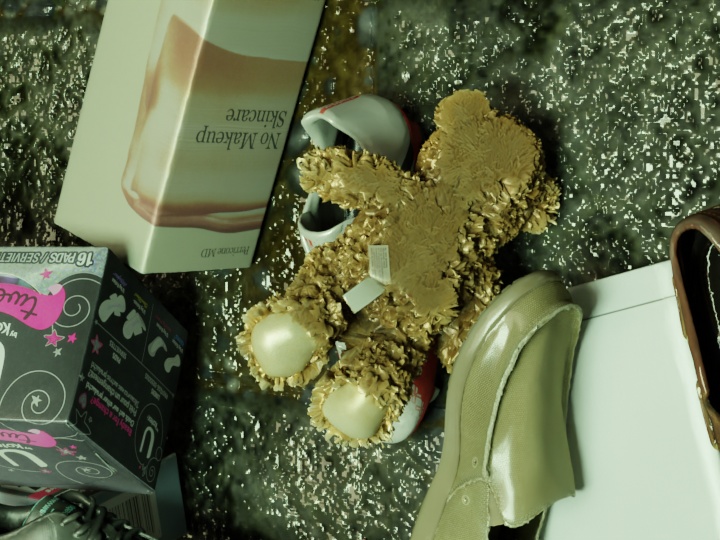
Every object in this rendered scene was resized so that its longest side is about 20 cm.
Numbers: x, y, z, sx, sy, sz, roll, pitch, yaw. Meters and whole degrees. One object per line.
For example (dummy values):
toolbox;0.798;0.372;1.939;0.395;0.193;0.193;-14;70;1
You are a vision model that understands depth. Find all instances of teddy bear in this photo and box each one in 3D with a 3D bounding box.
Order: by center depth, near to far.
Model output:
teddy bear;0.020;-0.001;0.932;0.145;0.067;0.201;22;77;-6

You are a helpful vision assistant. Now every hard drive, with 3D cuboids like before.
hard drive;0.137;0.106;0.932;0.132;0.027;0.201;-17;83;37

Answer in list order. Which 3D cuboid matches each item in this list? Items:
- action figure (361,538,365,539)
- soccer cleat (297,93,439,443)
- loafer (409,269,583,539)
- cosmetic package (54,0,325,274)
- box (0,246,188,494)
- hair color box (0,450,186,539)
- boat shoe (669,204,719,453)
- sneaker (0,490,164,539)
action figure;-0.029;0.188;1.039;0.200;0.065;0.052;-21;69;45
soccer cleat;0.000;0.000;0.993;0.068;0.085;0.201;1;93;37
loafer;0.082;0.095;0.916;0.067;0.076;0.201;29;119;31
cosmetic package;-0.101;-0.107;1.053;0.087;0.103;0.201;28;111;34
box;-0.227;0.061;1.064;0.199;0.132;0.115;0;65;19
hair color box;-0.223;0.152;1.163;0.199;0.099;0.061;3;107;37
boat shoe;0.197;0.066;0.856;0.070;0.070;0.201;-25;80;35
sneaker;-0.158;0.175;1.024;0.199;0.075;0.080;2;103;14
